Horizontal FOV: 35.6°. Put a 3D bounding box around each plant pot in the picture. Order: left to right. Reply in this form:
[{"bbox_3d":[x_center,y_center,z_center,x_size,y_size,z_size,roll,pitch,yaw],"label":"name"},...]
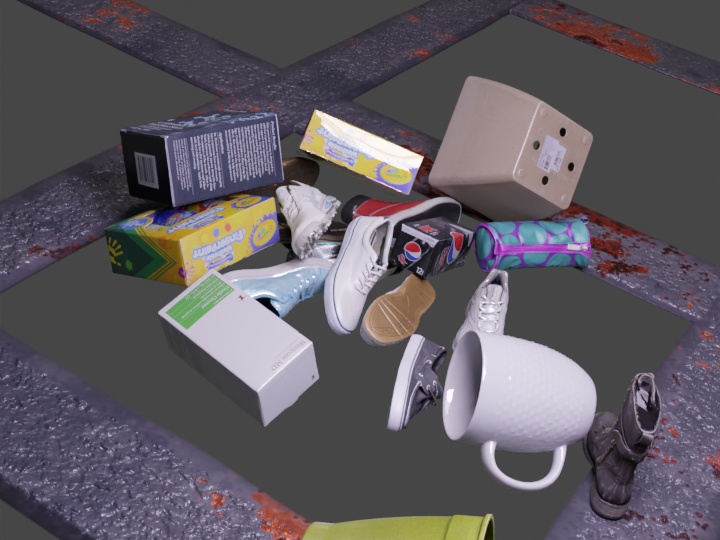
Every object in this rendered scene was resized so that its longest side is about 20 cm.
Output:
[{"bbox_3d":[0.030,0.339,1.154,0.190,0.203,0.201,6,32,14],"label":"plant pot"},{"bbox_3d":[0.268,-0.193,1.873,0.199,0.202,0.176,25,-6,-33],"label":"plant pot"}]

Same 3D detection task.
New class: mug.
[{"bbox_3d":[0.212,0.191,1.471,0.173,0.148,0.203,12,63,-13],"label":"mug"}]

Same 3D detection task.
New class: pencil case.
[{"bbox_3d":[0.288,-0.042,1.868,0.197,0.086,0.092,-4,10,-21],"label":"pencil case"}]

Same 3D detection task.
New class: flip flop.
[{"bbox_3d":[-0.079,-0.048,1.793,0.198,0.058,0.081,3,27,-41],"label":"flip flop"}]

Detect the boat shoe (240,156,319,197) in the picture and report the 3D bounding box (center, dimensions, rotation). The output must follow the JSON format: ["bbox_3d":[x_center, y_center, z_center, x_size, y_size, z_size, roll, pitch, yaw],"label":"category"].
[{"bbox_3d":[-0.154,-0.161,1.911,0.199,0.073,0.067,-19,39,-42],"label":"boat shoe"}]

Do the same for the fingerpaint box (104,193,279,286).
[{"bbox_3d":[-0.247,-0.054,1.662,0.165,0.074,0.199,9,26,38],"label":"fingerpaint box"}]

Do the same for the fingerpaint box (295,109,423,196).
[{"bbox_3d":[-0.005,-0.199,1.913,0.198,0.074,0.167,23,1,-6],"label":"fingerpaint box"}]

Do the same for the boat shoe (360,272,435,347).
[{"bbox_3d":[0.045,0.070,1.646,0.071,0.069,0.200,52,33,2],"label":"boat shoe"}]

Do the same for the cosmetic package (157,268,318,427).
[{"bbox_3d":[-0.162,0.101,1.492,0.199,0.085,0.107,32,58,29],"label":"cosmetic package"}]

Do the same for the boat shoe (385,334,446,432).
[{"bbox_3d":[0.081,0.157,1.532,0.065,0.071,0.200,14,26,6],"label":"boat shoe"}]

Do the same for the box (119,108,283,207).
[{"bbox_3d":[-0.240,-0.175,1.709,0.198,0.109,0.148,-17,19,-36],"label":"box"}]

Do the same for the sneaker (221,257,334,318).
[{"bbox_3d":[-0.115,0.040,1.643,0.198,0.074,0.082,-11,53,-23],"label":"sneaker"}]

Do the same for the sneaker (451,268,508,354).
[{"bbox_3d":[0.184,0.071,1.668,0.073,0.088,0.201,14,35,0],"label":"sneaker"}]

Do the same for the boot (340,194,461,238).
[{"bbox_3d":[0.066,-0.101,1.905,0.199,0.073,0.143,-14,29,-43],"label":"boot"}]

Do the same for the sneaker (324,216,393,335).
[{"bbox_3d":[0.000,0.000,1.660,0.073,0.070,0.202,36,54,-37],"label":"sneaker"}]

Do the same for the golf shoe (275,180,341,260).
[{"bbox_3d":[-0.092,-0.080,1.665,0.097,0.079,0.200,35,15,-6],"label":"golf shoe"}]

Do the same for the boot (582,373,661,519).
[{"bbox_3d":[0.346,0.202,1.446,0.068,0.176,0.201,11,34,-1],"label":"boot"}]

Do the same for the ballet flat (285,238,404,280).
[{"bbox_3d":[-0.016,-0.010,1.745,0.198,0.073,0.072,-5,37,-23],"label":"ballet flat"}]

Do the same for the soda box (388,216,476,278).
[{"bbox_3d":[0.117,-0.039,1.770,0.070,0.064,0.200,25,15,18],"label":"soda box"}]
